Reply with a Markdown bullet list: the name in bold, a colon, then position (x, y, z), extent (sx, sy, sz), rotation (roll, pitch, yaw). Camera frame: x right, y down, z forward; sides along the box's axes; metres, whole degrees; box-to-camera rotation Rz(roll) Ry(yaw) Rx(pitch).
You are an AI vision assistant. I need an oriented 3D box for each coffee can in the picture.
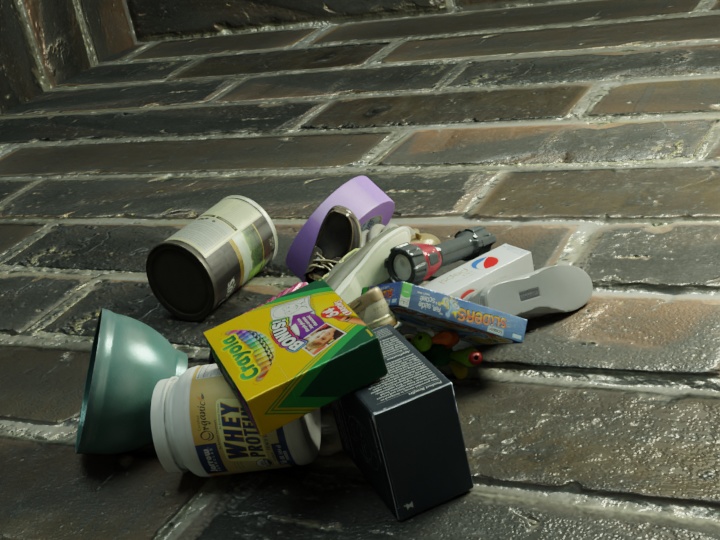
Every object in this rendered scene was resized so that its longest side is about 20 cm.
- **coffee can**: position (-0.256, -0.024, 2.098), extent (0.144, 0.148, 0.200), rotation (3, 28, 32)

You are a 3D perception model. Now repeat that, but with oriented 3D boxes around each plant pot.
- **plant pot**: position (-0.316, 0.165, 1.692), extent (0.132, 0.203, 0.201), rotation (10, 20, -13)

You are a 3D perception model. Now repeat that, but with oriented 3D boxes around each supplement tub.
- **supplement tub**: position (-0.161, 0.191, 1.575), extent (0.197, 0.146, 0.145), rotation (-9, 24, 10)

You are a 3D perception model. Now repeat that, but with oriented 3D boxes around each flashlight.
- **flashlight**: position (0.123, -0.025, 1.868), extent (0.068, 0.069, 0.199), rotation (43, 37, 24)

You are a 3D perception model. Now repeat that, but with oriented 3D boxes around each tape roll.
- **tape roll**: position (-0.033, -0.059, 2.000), extent (0.066, 0.201, 0.199), rotation (43, 48, 13)

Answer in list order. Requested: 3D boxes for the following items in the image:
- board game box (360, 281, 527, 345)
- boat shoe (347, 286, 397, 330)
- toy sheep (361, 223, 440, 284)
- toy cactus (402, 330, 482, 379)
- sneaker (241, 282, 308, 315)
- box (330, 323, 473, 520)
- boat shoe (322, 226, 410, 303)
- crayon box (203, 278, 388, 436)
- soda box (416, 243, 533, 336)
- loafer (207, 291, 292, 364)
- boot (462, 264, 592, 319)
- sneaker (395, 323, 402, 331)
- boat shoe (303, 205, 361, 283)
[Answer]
- **board game box**: position (0.112, 0.061, 1.666), extent (0.197, 0.035, 0.135), rotation (17, -11, -20)
- **boat shoe**: position (-0.035, 0.069, 1.634), extent (0.198, 0.065, 0.071), rotation (-20, 6, 39)
- **toy sheep**: position (0.038, -0.012, 1.948), extent (0.198, 0.139, 0.138), rotation (-21, 20, 19)
- **toy cactus**: position (0.072, 0.126, 1.692), extent (0.197, 0.104, 0.165), rotation (-13, 4, 6)
- **sneaker**: position (-0.140, 0.099, 1.864), extent (0.198, 0.088, 0.074), rotation (-30, 12, 23)
- **box**: position (0.041, 0.181, 1.485), extent (0.106, 0.151, 0.200), rotation (-19, 25, -14)
- **boat shoe**: position (-0.001, -0.002, 1.832), extent (0.060, 0.073, 0.202), rotation (21, 55, 38)
- **crayon box**: position (-0.083, 0.100, 1.475), extent (0.170, 0.059, 0.200), rotation (-24, 27, -13)
- **soda box**: position (0.174, 0.031, 1.845), extent (0.198, 0.069, 0.063), rotation (-25, 26, -26)
- **loafer**: position (-0.158, 0.101, 1.794), extent (0.199, 0.072, 0.063), rotation (-34, 14, 24)
- **boot**: position (0.243, 0.036, 1.798), extent (0.197, 0.075, 0.095), rotation (-7, -3, -26)
- **sneaker**: position (-0.002, 0.084, 1.748), extent (0.078, 0.087, 0.199), rotation (42, 40, 12)
- **boat shoe**: position (-0.048, 0.000, 1.870), extent (0.073, 0.203, 0.073), rotation (16, 23, 9)
